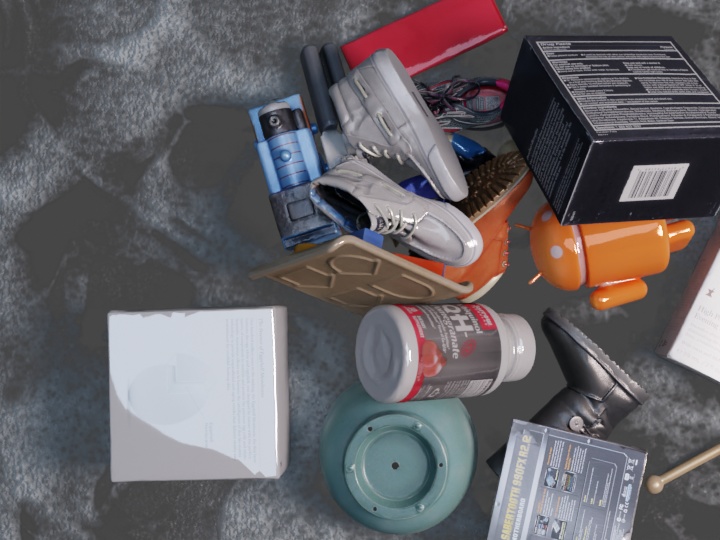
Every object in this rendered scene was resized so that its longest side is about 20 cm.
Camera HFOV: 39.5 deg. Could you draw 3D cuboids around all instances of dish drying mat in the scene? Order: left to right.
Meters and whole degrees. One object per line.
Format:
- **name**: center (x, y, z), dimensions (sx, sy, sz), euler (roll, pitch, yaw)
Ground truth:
- **dish drying mat**: center (0.079, -0.289, 1.261), dimensions (0.199, 0.018, 0.077), euler (-24, 80, 4)

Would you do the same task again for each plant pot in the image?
- **plant pot**: center (0.043, 0.223, 1.191), dimensions (0.199, 0.134, 0.202), euler (0, 89, 3)

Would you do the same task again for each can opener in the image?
- **can opener**: center (-0.034, -0.184, 1.245), dimensions (0.052, 0.066, 0.201), euler (-11, 79, -21)

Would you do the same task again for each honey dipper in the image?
- **honey dipper**: center (0.435, 0.218, 1.217), dimensions (0.199, 0.038, 0.038), euler (-31, 87, 4)

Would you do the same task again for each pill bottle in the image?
- **pill bottle**: center (0.103, 0.093, 1.168), dimensions (0.199, 0.110, 0.112), euler (0, 88, -33)

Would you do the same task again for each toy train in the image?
- **toy train**: center (-0.078, -0.117, 1.218), dimensions (0.086, 0.114, 0.201), euler (-16, 88, 2)

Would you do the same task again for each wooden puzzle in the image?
- **wooden puzzle**: center (0.000, 0.000, 1.145), dimensions (0.199, 0.185, 0.047), euler (18, 69, -33)

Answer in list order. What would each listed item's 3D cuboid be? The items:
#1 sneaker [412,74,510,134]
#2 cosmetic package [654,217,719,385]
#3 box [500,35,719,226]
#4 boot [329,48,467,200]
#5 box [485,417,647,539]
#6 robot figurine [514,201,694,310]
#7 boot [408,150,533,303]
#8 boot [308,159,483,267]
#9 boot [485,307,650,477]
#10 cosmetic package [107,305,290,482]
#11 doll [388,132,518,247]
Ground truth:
- **sneaker**: center (0.097, -0.204, 1.230), dimensions (0.199, 0.075, 0.081), euler (-12, 88, 4)
- **cosmetic package**: center (0.446, 0.033, 1.204), dimensions (0.101, 0.074, 0.201), euler (25, 91, 3)
- **box**: center (0.290, -0.161, 1.124), dimensions (0.199, 0.124, 0.199), euler (-3, 46, -16)
- **boot**: center (0.042, -0.153, 1.180), dimensions (0.095, 0.073, 0.201), euler (-32, 81, 20)
- **box**: center (0.228, 0.285, 1.148), dimensions (0.157, 0.048, 0.201), euler (12, 82, 9)
- **robot figurine**: center (0.289, -0.039, 1.192), dimensions (0.199, 0.117, 0.145), euler (-12, 113, 4)
- **boot**: center (0.152, -0.049, 1.206), dimensions (0.107, 0.075, 0.200), euler (31, 109, -27)
- **boot**: center (0.035, -0.053, 1.127), dimensions (0.199, 0.096, 0.074), euler (29, 121, 16)
- **boot**: center (0.225, 0.170, 1.221), dimensions (0.165, 0.066, 0.200), euler (43, 95, 5)
- **cosmetic package**: center (-0.189, 0.145, 1.212), dimensions (0.199, 0.123, 0.201), euler (-1, 88, 5)
- **doll**: center (0.116, -0.107, 1.236), dimensions (0.199, 0.048, 0.137), euler (-25, 105, 0)
